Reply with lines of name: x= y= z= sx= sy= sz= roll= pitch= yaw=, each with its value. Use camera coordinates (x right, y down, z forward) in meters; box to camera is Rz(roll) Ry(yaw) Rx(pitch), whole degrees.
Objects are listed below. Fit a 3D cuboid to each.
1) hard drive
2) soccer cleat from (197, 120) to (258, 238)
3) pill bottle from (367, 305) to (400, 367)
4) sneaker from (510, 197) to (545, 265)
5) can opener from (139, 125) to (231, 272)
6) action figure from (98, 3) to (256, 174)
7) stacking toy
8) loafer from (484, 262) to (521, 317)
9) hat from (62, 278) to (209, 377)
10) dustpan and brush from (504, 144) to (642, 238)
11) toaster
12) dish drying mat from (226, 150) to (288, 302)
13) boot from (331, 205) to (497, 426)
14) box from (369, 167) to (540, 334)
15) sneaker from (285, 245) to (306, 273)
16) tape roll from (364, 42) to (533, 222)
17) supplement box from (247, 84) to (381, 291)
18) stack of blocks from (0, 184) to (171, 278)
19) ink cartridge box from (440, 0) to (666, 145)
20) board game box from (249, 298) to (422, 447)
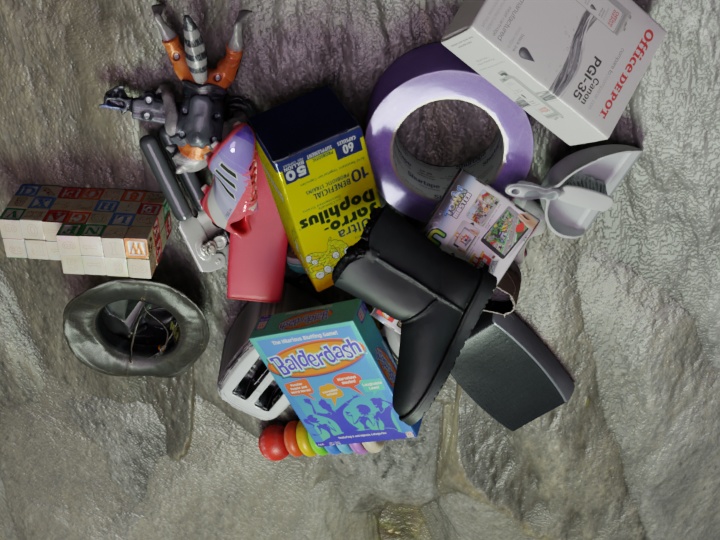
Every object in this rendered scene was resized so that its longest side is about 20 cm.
hard drive: x=0.204 y=0.143 z=1.357 sx=0.134 sy=0.043 sz=0.200 roll=-33 pitch=116 yaw=24
soccer cleat: x=-0.144 y=-0.105 z=1.118 sx=0.076 sy=0.067 sz=0.200 roll=42 pitch=152 yaw=3
pill bottle: x=0.034 y=0.099 z=1.267 sx=0.112 sy=0.113 sz=0.199 roll=33 pitch=147 yaw=-18
sneaker: x=0.166 y=-0.023 z=1.222 sx=0.088 sy=0.082 sz=0.200 roll=27 pitch=128 yaw=-19
can opener: x=-0.224 y=-0.088 z=1.218 sx=0.052 sy=0.066 sz=0.202 roll=-32 pitch=116 yaw=-19
action figure: x=-0.213 y=-0.207 z=1.109 sx=0.197 sy=0.105 sz=0.196 roll=1 pitch=112 yaw=-4
stacking toy: x=-0.065 y=0.249 z=1.431 sx=0.198 sy=0.086 sz=0.086 roll=-16 pitch=122 yaw=19
loafer: x=0.108 y=0.012 z=1.154 sx=0.197 sy=0.071 sz=0.074 roll=5 pitch=127 yaw=-10
hat: x=-0.306 y=0.061 z=1.318 sx=0.198 sy=0.081 sz=0.202 roll=-2 pitch=131 yaw=-2
dustpan and brush: x=0.244 y=-0.096 z=1.136 sx=0.198 sy=0.058 sz=0.140 roll=9 pitch=129 yaw=-28
toaster: x=-0.118 y=0.109 z=1.305 sx=0.113 sy=0.130 sz=0.200 roll=30 pitch=121 yaw=-17
dish drying mat: x=-0.130 y=-0.058 z=1.225 sx=0.076 sy=0.018 sz=0.203 roll=6 pitch=107 yaw=-2
boot: x=0.037 y=0.048 z=1.059 sx=0.167 sy=0.076 sz=0.202 roll=29 pitch=92 yaw=-6
box: x=0.108 y=-0.005 z=1.106 sx=0.109 sy=0.035 sz=0.201 roll=33 pitch=99 yaw=-3
sneaker: x=0.000 y=0.000 z=1.256 sx=0.197 sy=0.072 sz=0.081 roll=0 pitch=123 yaw=4
tape roll: x=0.103 y=-0.161 z=1.129 sx=0.197 sy=0.085 sz=0.202 roll=2 pitch=125 yaw=2
supplement box: x=-0.045 y=-0.096 z=1.135 sx=0.108 sy=0.110 sz=0.201 roll=-24 pitch=132 yaw=-8
stack of blocks: x=-0.354 y=-0.052 z=1.220 sx=0.197 sy=0.116 sz=0.059 roll=4 pitch=125 yaw=2
ink cartridge box: x=0.210 y=-0.252 z=1.019 sx=0.199 sy=0.083 sz=0.148 roll=33 pitch=82 yaw=-17
board game box: x=-0.028 y=0.134 z=1.191 sx=0.150 sy=0.045 sz=0.201 roll=-11 pitch=123 yaw=28
